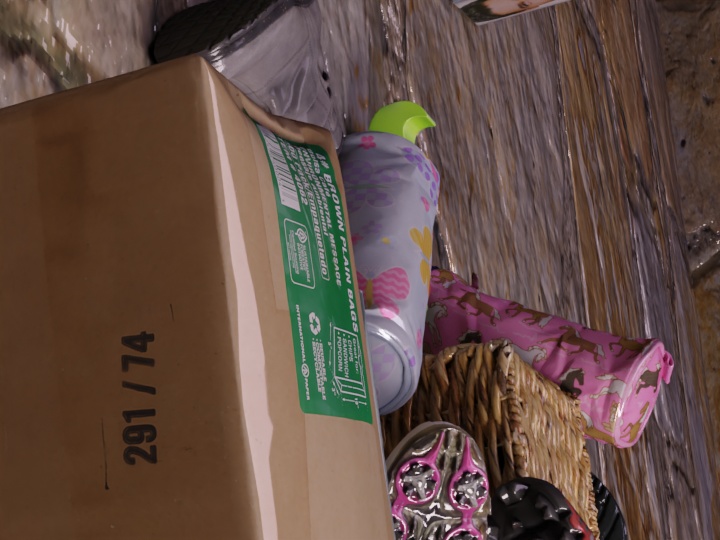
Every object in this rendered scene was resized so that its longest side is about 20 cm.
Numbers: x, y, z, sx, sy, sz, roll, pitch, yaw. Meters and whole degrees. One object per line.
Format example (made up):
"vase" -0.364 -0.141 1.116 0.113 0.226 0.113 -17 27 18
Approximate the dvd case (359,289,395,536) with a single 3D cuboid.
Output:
"dvd case" -0.064 0.100 0.635 0.199 0.022 0.148 -17 102 -42

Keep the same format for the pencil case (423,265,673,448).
"pencil case" 0.122 0.062 1.078 0.083 0.198 0.087 24 87 -61

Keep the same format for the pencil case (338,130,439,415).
"pencil case" 0.000 0.000 0.935 0.201 0.090 0.084 -79 156 -47

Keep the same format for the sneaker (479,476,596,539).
"sneaker" 0.129 0.202 0.805 0.202 0.070 0.098 63 25 7

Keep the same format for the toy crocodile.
"toy crocodile" 0.026 -0.028 1.069 0.068 0.061 0.202 52 33 -52

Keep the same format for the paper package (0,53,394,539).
"paper package" -0.092 0.058 0.478 0.103 0.188 0.203 22 58 -68

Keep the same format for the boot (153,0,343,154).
"boot" -0.051 -0.102 0.887 0.200 0.069 0.133 -52 133 -61

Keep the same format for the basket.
"basket" 0.067 0.165 0.944 0.149 0.141 0.202 36 43 -59

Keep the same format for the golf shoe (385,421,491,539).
"golf shoe" 0.010 0.165 0.813 0.092 0.072 0.202 -121 -133 -65

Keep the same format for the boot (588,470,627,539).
"boot" 0.129 0.169 1.095 0.077 0.199 0.168 -56 148 -4

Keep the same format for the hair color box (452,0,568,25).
"hair color box" 0.194 -0.311 1.504 0.099 0.198 0.061 14 65 -69
